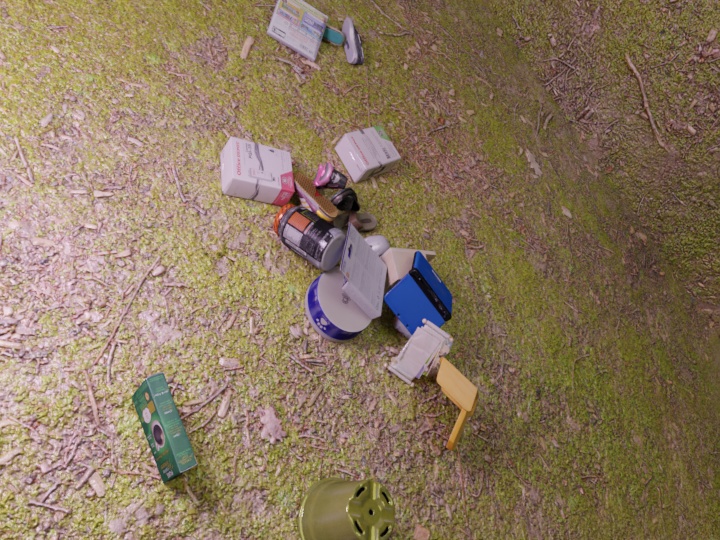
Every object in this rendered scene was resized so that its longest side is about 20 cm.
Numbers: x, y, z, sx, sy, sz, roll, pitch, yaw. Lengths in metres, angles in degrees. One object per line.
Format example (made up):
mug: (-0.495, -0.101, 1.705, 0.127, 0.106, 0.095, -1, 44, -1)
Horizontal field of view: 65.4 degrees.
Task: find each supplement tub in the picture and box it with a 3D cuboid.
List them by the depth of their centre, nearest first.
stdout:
supplement tub: (-0.145, -0.098, 1.580, 0.197, 0.125, 0.122, 33, 42, 23)

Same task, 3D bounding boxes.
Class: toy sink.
toy sink: (0.146, 0.015, 1.768, 0.195, 0.130, 0.115, 3, 62, -36)

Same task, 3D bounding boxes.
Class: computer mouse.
computer mouse: (0.031, -0.075, 1.791, 0.197, 0.044, 0.112, -19, 78, -42)

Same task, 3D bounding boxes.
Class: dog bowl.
dog bowl: (-0.058, 0.095, 1.601, 0.195, 0.079, 0.206, 18, 55, -27)

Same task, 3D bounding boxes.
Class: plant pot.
plant pot: (-0.019, 0.566, 1.287, 0.195, 0.184, 0.206, 18, 55, -26)

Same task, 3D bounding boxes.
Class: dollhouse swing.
dollhouse swing: (0.251, 0.388, 1.619, 0.181, 0.200, 0.177, 40, 85, 21)

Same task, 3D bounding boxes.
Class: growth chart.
growth chart: (0.177, 0.246, 1.649, 0.144, 0.018, 0.201, 42, 87, -22)

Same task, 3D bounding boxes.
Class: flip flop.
flip flop: (-0.014, -0.155, 1.794, 0.196, 0.057, 0.083, -12, 72, -41)

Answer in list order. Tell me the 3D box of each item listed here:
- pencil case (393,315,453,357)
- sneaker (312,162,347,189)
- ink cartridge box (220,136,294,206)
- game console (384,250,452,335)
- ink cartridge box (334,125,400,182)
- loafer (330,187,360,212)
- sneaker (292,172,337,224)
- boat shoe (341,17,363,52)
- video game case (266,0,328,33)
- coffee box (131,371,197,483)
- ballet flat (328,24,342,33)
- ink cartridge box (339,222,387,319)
pencil case: (0.195, 0.189, 1.734, 0.197, 0.083, 0.092, 35, 71, -14)
sneaker: (-0.091, -0.278, 1.732, 0.093, 0.200, 0.081, 20, 93, -18)
ink cartridge box: (-0.300, -0.286, 1.636, 0.195, 0.082, 0.151, 8, 60, -33)
game console: (0.177, 0.079, 1.679, 0.201, 0.116, 0.172, 51, 29, -20)
ink cartridge box: (0.026, -0.408, 1.953, 0.197, 0.084, 0.148, -26, 81, -43)
loafer: (-0.038, -0.215, 1.755, 0.064, 0.071, 0.200, 55, 15, 1)
sneaker: (-0.160, -0.204, 1.697, 0.201, 0.091, 0.074, 48, 36, 13)
boat shoe: (-0.025, -0.901, 2.209, 0.066, 0.071, 0.206, 2, 66, -33)
video game case: (-0.227, -0.891, 2.039, 0.195, 0.022, 0.188, 22, 77, -25)
coffee box: (-0.412, 0.331, 1.172, 0.043, 0.123, 0.204, -14, 72, -43)
ballet flat: (-0.152, -0.924, 2.140, 0.196, 0.069, 0.071, 23, 52, -27)
ink cartridge box: (0.000, 0.000, 1.585, 0.201, 0.040, 0.203, 49, 34, -31)
